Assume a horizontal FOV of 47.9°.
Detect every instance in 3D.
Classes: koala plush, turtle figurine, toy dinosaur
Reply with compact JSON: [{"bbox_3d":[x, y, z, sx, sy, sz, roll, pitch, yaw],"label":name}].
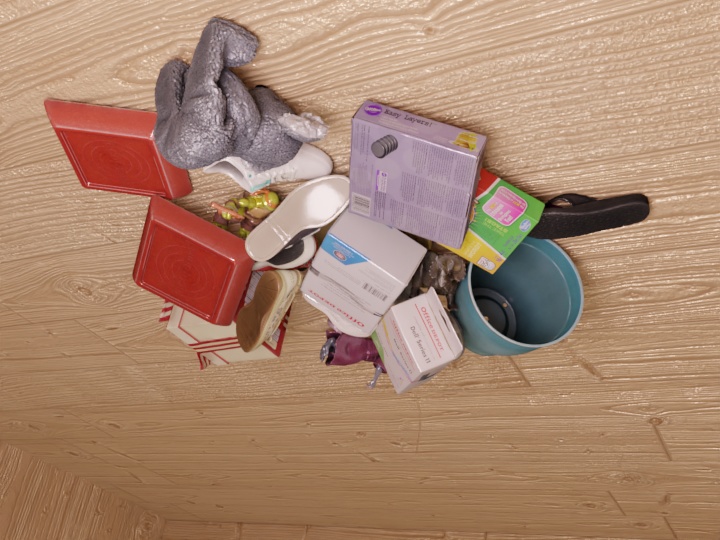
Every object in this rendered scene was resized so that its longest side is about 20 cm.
[{"bbox_3d":[-0.160,-0.199,1.104,0.200,0.184,0.177,19,151,-38],"label":"koala plush"},{"bbox_3d":[-0.184,-0.102,1.346,0.200,0.065,0.161,-4,170,-38],"label":"turtle figurine"},{"bbox_3d":[0.119,0.009,1.335,0.077,0.102,0.200,0,-167,-21],"label":"toy dinosaur"}]

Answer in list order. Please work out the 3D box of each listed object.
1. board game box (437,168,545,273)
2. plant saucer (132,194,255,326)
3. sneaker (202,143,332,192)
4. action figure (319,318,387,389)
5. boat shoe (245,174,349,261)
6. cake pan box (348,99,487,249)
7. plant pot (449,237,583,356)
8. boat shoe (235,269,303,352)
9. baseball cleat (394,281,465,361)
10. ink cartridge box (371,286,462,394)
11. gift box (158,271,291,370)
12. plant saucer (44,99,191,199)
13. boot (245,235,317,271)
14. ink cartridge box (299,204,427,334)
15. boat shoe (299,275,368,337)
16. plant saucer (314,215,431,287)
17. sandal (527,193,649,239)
[{"bbox_3d":[0.153,-0.094,1.229,0.200,0.040,0.153,29,143,-1],"label":"board game box"},{"bbox_3d":[-0.292,-0.004,1.378,0.200,0.037,0.200,28,129,1],"label":"plant saucer"},{"bbox_3d":[-0.143,-0.154,1.233,0.200,0.089,0.075,11,149,-10],"label":"sneaker"},{"bbox_3d":[0.016,0.165,1.746,0.200,0.134,0.149,2,108,-10],"label":"action figure"},{"bbox_3d":[-0.093,-0.087,1.276,0.200,0.063,0.073,-35,92,13],"label":"boat shoe"},{"bbox_3d":[0.076,-0.130,1.161,0.184,0.052,0.200,20,142,15],"label":"cake pan box"},{"bbox_3d":[0.246,0.059,1.382,0.200,0.200,0.188,15,156,-8],"label":"plant pot"},{"bbox_3d":[-0.159,0.073,1.404,0.063,0.073,0.200,-11,150,-40],"label":"boat shoe"},{"bbox_3d":[0.131,0.089,1.408,0.070,0.200,0.106,-44,140,8],"label":"baseball cleat"},{"bbox_3d":[0.086,0.115,1.302,0.067,0.117,0.200,-20,164,-18],"label":"ink cartridge box"},{"bbox_3d":[-0.263,0.082,1.567,0.187,0.200,0.185,-8,140,31],"label":"gift box"},{"bbox_3d":[-0.387,-0.182,1.300,0.200,0.037,0.200,7,150,4],"label":"plant saucer"},{"bbox_3d":[-0.108,-0.033,1.413,0.144,0.073,0.200,4,172,-41],"label":"boot"},{"bbox_3d":[0.000,0.000,1.321,0.145,0.084,0.200,33,148,0],"label":"ink cartridge box"},{"bbox_3d":[-0.028,0.069,1.590,0.069,0.071,0.200,-18,138,42],"label":"boat shoe"},{"bbox_3d":[0.026,-0.048,1.400,0.200,0.049,0.200,7,150,8],"label":"plant saucer"},{"bbox_3d":[0.337,-0.089,1.246,0.200,0.048,0.075,-7,146,5],"label":"sandal"}]
